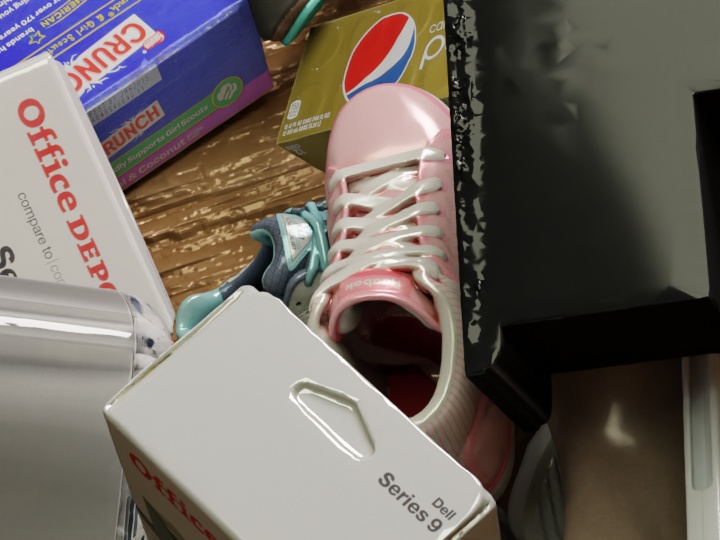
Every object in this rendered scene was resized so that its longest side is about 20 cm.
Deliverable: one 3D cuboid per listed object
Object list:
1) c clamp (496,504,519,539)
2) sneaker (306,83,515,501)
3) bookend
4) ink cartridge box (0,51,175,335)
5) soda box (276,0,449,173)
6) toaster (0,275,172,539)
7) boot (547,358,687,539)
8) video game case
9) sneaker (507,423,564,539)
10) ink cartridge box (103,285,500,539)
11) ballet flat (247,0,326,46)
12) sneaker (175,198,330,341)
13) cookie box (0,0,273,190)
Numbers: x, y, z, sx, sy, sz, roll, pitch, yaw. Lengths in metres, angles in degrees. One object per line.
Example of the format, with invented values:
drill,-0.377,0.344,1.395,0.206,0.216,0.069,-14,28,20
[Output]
c clamp,-0.010,0.177,1.249,0.170,0.027,0.200,2,55,15
sneaker,0.018,-0.004,1.193,0.075,0.105,0.201,-15,64,13
bookend,0.141,-0.055,1.130,0.199,0.092,0.199,-9,70,16
ink cartridge box,-0.204,0.002,1.342,0.200,0.084,0.146,-25,95,-3
soda box,0.053,-0.090,1.314,0.200,0.064,0.068,-12,56,49
toaster,-0.156,0.077,1.256,0.129,0.201,0.114,5,9,-13
boot,0.106,0.110,1.182,0.070,0.200,0.146,-26,20,40
video game case,0.170,0.087,1.205,0.017,0.143,0.200,-16,49,24
sneaker,0.123,0.046,1.306,0.200,0.074,0.082,-54,20,-15
ink cartridge box,-0.015,0.121,1.154,0.084,0.200,0.146,-40,60,-18
ballet flat,-0.026,-0.166,1.443,0.068,0.068,0.200,39,26,1
sneaker,0.000,0.000,1.289,0.200,0.086,0.078,-37,42,25
cookie box,-0.170,-0.126,1.484,0.171,0.075,0.200,-34,53,-12
